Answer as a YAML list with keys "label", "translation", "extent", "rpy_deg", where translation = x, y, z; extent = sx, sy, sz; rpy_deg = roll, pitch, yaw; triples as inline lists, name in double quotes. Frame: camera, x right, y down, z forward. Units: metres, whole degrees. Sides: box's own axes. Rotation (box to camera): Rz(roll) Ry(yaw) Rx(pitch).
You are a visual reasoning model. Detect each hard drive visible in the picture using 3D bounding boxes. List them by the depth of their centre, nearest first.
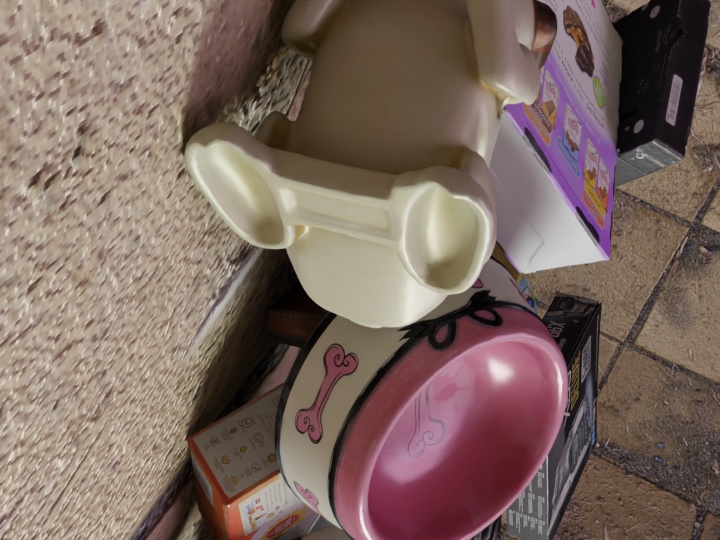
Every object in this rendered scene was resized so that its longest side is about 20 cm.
- label: "hard drive"
  translation: [0.189, -0.126, 0.786]
  extent: [0.199, 0.037, 0.142]
  rpy_deg: [-23, -134, 59]

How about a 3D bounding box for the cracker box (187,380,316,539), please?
- label: "cracker box"
  translation: [-0.022, 0.117, 0.695]
  extent: [0.198, 0.058, 0.135]
  rpy_deg: [-27, 154, -22]

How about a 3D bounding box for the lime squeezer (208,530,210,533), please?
- label: "lime squeezer"
  translation: [-0.068, 0.133, 0.835]
  extent: [0.070, 0.037, 0.202]
  rpy_deg: [34, 80, -49]

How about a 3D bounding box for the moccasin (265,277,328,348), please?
- label: "moccasin"
  translation: [0.001, 0.000, 0.715]
  extent: [0.200, 0.073, 0.079]
  rpy_deg: [-27, 121, -46]

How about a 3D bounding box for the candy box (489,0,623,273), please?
- label: "candy box"
  translation: [0.117, -0.130, 0.670]
  extent: [0.168, 0.071, 0.203]
  rpy_deg: [44, 48, -43]

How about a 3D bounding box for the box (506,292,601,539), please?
- label: "box"
  translation: [0.194, 0.150, 0.982]
  extent: [0.158, 0.049, 0.203]
  rpy_deg: [-50, 142, -43]

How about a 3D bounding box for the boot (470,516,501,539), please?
- label: "boot"
  translation: [0.112, 0.204, 1.073]
  extent: [0.211, 0.078, 0.161]
  rpy_deg: [-176, -80, -81]

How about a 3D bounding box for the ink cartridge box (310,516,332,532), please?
- label: "ink cartridge box"
  translation: [-0.042, 0.339, 1.009]
  extent: [0.043, 0.200, 0.199]
  rpy_deg: [3, 121, -34]

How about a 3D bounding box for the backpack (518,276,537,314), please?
- label: "backpack"
  translation: [0.071, 0.069, 0.938]
  extent: [0.202, 0.181, 0.134]
  rpy_deg: [-60, 166, 7]

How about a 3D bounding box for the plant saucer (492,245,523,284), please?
- label: "plant saucer"
  translation: [0.114, -0.116, 0.891]
  extent: [0.200, 0.048, 0.202]
  rpy_deg: [48, 60, -34]

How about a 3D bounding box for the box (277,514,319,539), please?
- label: "box"
  translation: [-0.073, 0.226, 0.845]
  extent: [0.201, 0.036, 0.144]
  rpy_deg: [-52, 180, -28]

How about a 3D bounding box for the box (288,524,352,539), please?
- label: "box"
  translation: [-0.065, 0.248, 0.700]
  extent: [0.197, 0.069, 0.083]
  rpy_deg: [-8, 136, -34]

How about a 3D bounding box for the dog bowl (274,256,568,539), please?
- label: "dog bowl"
  translation: [0.047, 0.091, 0.609]
  extent: [0.198, 0.074, 0.203]
  rpy_deg: [-20, 129, -27]

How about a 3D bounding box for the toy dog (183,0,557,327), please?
- label: "toy dog"
  translation: [0.034, -0.084, 0.489]
  extent: [0.195, 0.137, 0.202]
  rpy_deg: [62, 43, -53]
